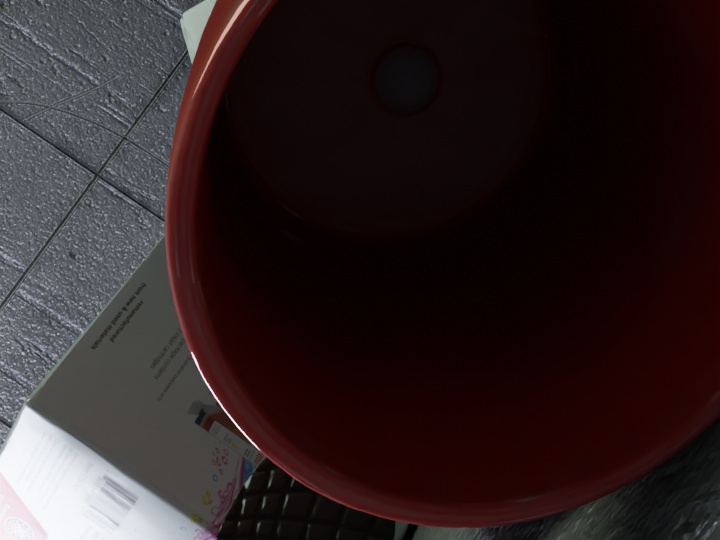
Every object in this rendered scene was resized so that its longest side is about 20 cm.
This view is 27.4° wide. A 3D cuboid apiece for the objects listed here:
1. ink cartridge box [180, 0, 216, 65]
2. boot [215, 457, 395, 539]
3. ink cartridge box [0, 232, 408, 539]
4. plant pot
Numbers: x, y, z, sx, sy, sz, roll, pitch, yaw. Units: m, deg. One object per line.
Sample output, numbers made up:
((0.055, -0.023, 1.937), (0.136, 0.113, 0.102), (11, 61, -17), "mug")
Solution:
((0.002, -0.127, 0.951), (0.144, 0.084, 0.200), (-26, -23, 17), "ink cartridge box")
((-0.044, 0.163, 0.588), (0.131, 0.067, 0.201), (144, 140, -77), "boot")
((-0.081, 0.114, 0.807), (0.145, 0.200, 0.145), (-51, 3, 47), "ink cartridge box")
((0.028, -0.046, 0.487), (0.201, 0.200, 0.177), (-55, 21, 11), "plant pot")
